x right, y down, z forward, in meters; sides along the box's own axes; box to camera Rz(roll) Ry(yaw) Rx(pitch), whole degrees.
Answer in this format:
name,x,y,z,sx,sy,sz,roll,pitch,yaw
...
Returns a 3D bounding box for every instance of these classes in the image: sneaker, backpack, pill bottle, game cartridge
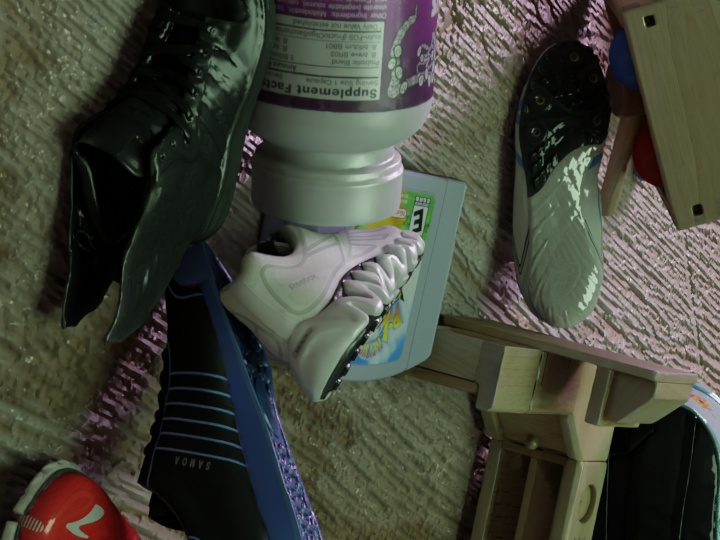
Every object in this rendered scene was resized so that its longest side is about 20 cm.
name,x,y,z,sx,sy,sz,roll,pitch,yaw
sneaker,-0.118,0.165,1.057,0.077,0.084,0.200,-62,149,-24
backpack,0.207,0.174,1.548,0.153,0.174,0.202,-27,118,-60
pill bottle,-0.014,-0.131,1.082,0.112,0.111,0.202,-26,125,-54
game cartridge,0.000,0.000,1.246,0.199,0.040,0.135,4,102,-61
sneaker,-0.099,-0.071,1.011,0.104,0.060,0.202,-19,122,-62
sneaker,0.137,-0.061,1.445,0.072,0.071,0.202,-148,-122,-77
sneaker,-0.082,0.080,1.053,0.070,0.077,0.201,55,14,-60
sneaker,-0.019,0.003,1.100,0.076,0.081,0.200,-59,176,14

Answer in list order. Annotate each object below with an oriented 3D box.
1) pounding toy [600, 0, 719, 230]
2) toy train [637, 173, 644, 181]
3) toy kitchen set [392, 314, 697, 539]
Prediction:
name,x,y,z,sx,sy,sz,roll,pitch,yaw
pounding toy,0.226,-0.120,1.463,0.200,0.141,0.186,-88,162,-74
toy train,0.233,-0.150,1.593,0.046,0.034,0.202,-37,133,-44
toy kitchen set,0.128,0.138,1.390,0.199,0.162,0.182,9,93,-58
